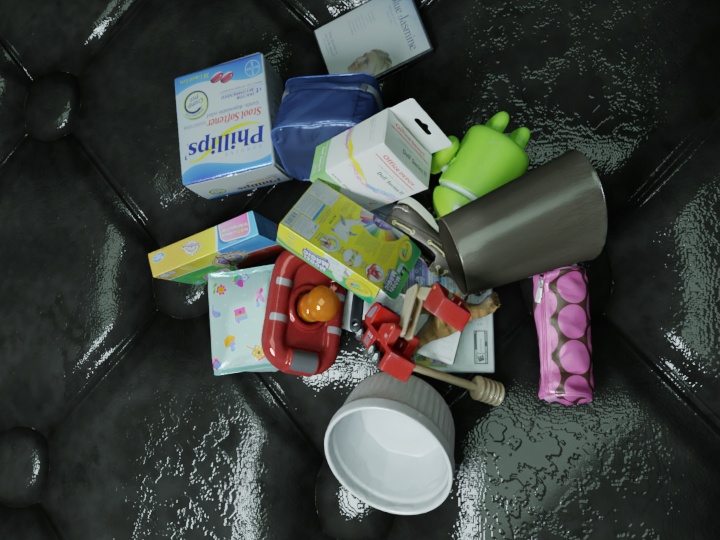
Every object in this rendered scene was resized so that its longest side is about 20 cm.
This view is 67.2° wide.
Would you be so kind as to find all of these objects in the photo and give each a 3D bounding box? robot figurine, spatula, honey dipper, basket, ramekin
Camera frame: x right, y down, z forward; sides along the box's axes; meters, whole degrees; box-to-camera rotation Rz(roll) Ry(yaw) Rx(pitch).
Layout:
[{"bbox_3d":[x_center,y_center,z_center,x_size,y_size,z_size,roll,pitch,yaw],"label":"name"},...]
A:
[{"bbox_3d":[0.190,-0.144,0.862,0.172,0.116,0.204,32,90,-8],"label":"robot figurine"},{"bbox_3d":[0.000,0.000,0.858,0.054,0.021,0.207,-2,66,13],"label":"spatula"},{"bbox_3d":[0.134,0.164,0.822,0.194,0.038,0.039,21,86,-21],"label":"honey dipper"},{"bbox_3d":[0.217,-0.053,0.759,0.194,0.182,0.139,-21,56,0],"label":"basket"},{"bbox_3d":[0.051,0.250,0.815,0.193,0.106,0.207,9,120,16],"label":"ramekin"}]

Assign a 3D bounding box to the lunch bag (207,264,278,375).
[{"bbox_3d":[-0.148,0.081,0.913,0.192,0.122,0.178,-6,80,5],"label":"lunch bag"}]

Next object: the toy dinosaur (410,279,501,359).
[{"bbox_3d":[0.115,0.078,0.806,0.197,0.060,0.108,-33,80,9],"label":"toy dinosaur"}]

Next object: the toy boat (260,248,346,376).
[{"bbox_3d":[-0.071,0.052,0.816,0.127,0.130,0.208,14,73,-27],"label":"toy boat"}]

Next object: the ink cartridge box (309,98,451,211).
[{"bbox_3d":[0.030,-0.164,0.820,0.196,0.116,0.070,-17,52,41],"label":"ink cartridge box"}]

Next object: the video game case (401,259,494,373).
[{"bbox_3d":[0.131,0.063,0.899,0.175,0.022,0.209,-2,83,13],"label":"video game case"}]

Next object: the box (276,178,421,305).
[{"bbox_3d":[-0.013,-0.039,0.800,0.196,0.049,0.118,32,52,6],"label":"box"}]

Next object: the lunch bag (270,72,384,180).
[{"bbox_3d":[-0.041,-0.247,0.909,0.192,0.137,0.137,2,60,12],"label":"lunch bag"}]

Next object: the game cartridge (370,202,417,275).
[{"bbox_3d":[0.002,-0.064,0.921,0.195,0.041,0.136,25,76,20],"label":"game cartridge"}]

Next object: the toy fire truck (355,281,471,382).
[{"bbox_3d":[0.064,0.072,0.755,0.048,0.200,0.144,29,96,-20],"label":"toy fire truck"}]

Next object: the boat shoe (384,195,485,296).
[{"bbox_3d":[0.120,-0.026,0.847,0.199,0.072,0.060,44,73,-1],"label":"boat shoe"}]

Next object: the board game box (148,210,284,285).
[{"bbox_3d":[-0.236,-0.034,0.930,0.194,0.153,0.042,-21,80,10],"label":"board game box"}]

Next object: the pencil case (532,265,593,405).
[{"bbox_3d":[0.300,0.097,0.818,0.089,0.092,0.209,-12,77,44],"label":"pencil case"}]

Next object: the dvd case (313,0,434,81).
[{"bbox_3d":[0.022,-0.417,0.987,0.194,0.018,0.147,-23,78,9],"label":"dvd case"}]

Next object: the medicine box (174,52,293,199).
[{"bbox_3d":[-0.228,-0.255,0.982,0.175,0.103,0.208,-10,80,12],"label":"medicine box"}]

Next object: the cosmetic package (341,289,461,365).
[{"bbox_3d":[0.067,0.081,0.874,0.193,0.051,0.086,17,88,15],"label":"cosmetic package"}]
